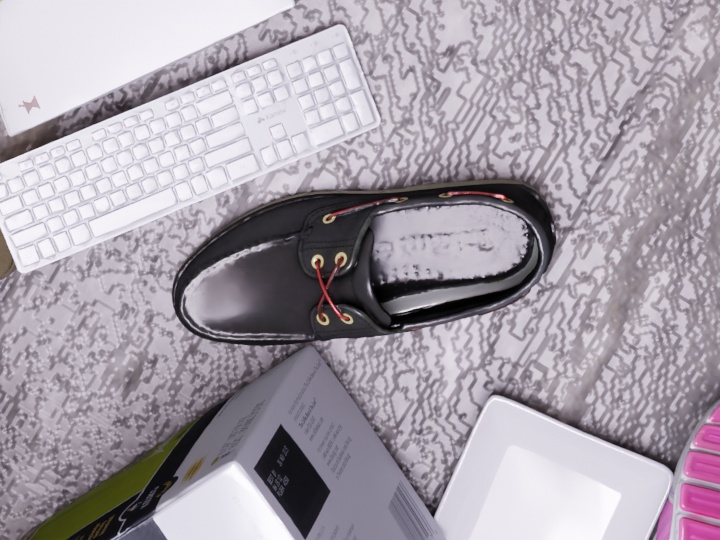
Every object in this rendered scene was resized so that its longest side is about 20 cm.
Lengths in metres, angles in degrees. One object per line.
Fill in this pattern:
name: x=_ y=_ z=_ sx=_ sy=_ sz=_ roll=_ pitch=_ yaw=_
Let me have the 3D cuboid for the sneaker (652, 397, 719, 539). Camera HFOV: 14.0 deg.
sneaker: x=0.174 y=0.151 z=1.487 sx=0.081 sy=0.088 sz=0.201 roll=23 pitch=77 yaw=-9

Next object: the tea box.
tea box: x=-0.082 y=0.163 z=1.431 sx=0.196 sy=0.200 sz=0.134 roll=-32 pitch=97 yaw=16

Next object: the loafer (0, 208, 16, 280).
loafer: x=-0.265 y=-0.044 z=1.482 sx=0.199 sy=0.067 sz=0.076 roll=16 pitch=100 yaw=0

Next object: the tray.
tray: x=0.077 y=0.172 z=1.523 sx=0.107 sy=0.022 sz=0.201 roll=23 pitch=100 yaw=0

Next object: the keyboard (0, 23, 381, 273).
keyboard: x=-0.090 y=-0.061 z=1.480 sx=0.199 sy=0.011 sz=0.057 roll=-23 pitch=97 yaw=-5

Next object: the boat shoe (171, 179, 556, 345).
boat shoe: x=-0.001 y=-0.003 z=1.479 sx=0.200 sy=0.063 sz=0.074 roll=-11 pitch=101 yaw=6

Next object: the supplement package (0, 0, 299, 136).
supplement package: x=-0.136 y=-0.192 z=1.429 sx=0.155 sy=0.111 sz=0.201 roll=-24 pitch=98 yaw=7
